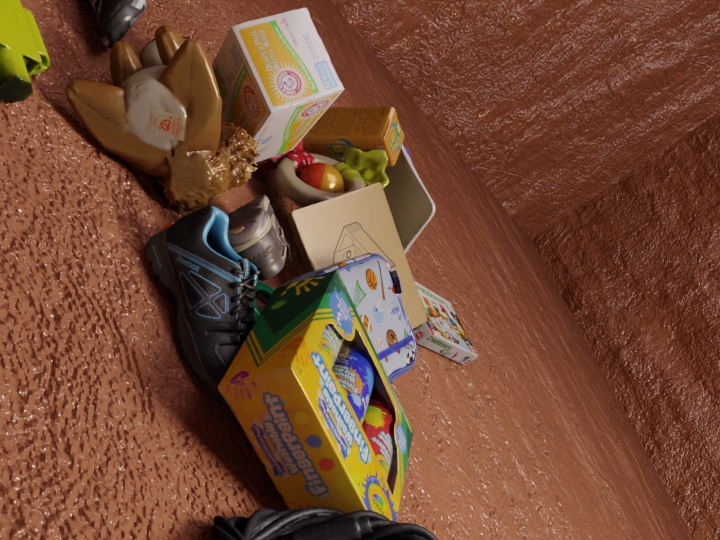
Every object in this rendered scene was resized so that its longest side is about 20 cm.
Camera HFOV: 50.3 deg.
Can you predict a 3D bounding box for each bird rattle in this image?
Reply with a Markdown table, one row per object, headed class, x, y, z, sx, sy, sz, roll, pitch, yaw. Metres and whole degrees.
| class | x | y | z | sx | sy | sz | roll | pitch | yaw |
| --- | --- | --- | --- | --- | --- | --- | --- | --- | --- |
| bird rattle | -0.059 | -0.138 | 1.077 | 0.199 | 0.113 | 0.163 | 23 | 28 | -14 |

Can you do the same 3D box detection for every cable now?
| class | x | y | z | sx | sy | sz | roll | pitch | yaw |
| --- | --- | --- | --- | --- | --- | --- | --- | --- | --- |
| cable | -0.015 | 0.208 | 0.551 | 0.199 | 0.051 | 0.163 | 14 | 10 | 23 |

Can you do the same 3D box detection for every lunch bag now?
| class | x | y | z | sx | sy | sz | roll | pitch | yaw |
| --- | --- | --- | --- | --- | --- | --- | --- | --- | --- |
| lunch bag | -0.008 | 0.070 | 0.878 | 0.200 | 0.075 | 0.161 | -18 | 90 | -58 |

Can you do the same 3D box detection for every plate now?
| class | x | y | z | sx | sy | sz | roll | pitch | yaw |
| --- | --- | --- | --- | --- | --- | --- | --- | --- | --- |
| plate | 0.041 | -0.098 | 1.212 | 0.032 | 0.200 | 0.200 | 2 | 49 | -33 |

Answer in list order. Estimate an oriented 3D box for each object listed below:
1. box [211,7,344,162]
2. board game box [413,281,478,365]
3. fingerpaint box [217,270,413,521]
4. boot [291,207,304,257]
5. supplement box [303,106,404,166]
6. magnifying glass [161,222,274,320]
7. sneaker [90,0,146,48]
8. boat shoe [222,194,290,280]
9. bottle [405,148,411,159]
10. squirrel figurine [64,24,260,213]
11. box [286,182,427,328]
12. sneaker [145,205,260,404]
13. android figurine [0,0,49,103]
| class | x | y | z | sx | sy | sz | roll | pitch | yaw |
| --- | --- | --- | --- | --- | --- | --- | --- | --- | --- |
| box | -0.118 | -0.216 | 0.946 | 0.113 | 0.101 | 0.200 | 64 | -27 | 2 |
| board game box | 0.130 | 0.090 | 1.354 | 0.200 | 0.035 | 0.127 | 29 | 30 | -54 |
| fingerpaint box | -0.027 | 0.128 | 0.692 | 0.201 | 0.073 | 0.167 | 65 | 21 | -20 |
| boot | -0.009 | -0.001 | 1.082 | 0.200 | 0.073 | 0.155 | 56 | 15 | 25 |
| supplement box | -0.039 | -0.203 | 1.165 | 0.067 | 0.199 | 0.069 | 61 | 38 | -51 |
| magnifying glass | -0.134 | 0.018 | 0.822 | 0.200 | 0.022 | 0.080 | 45 | 19 | -33 |
| sneaker | -0.323 | -0.342 | 0.922 | 0.115 | 0.075 | 0.200 | 39 | 13 | -29 |
| boat shoe | -0.119 | -0.030 | 0.843 | 0.074 | 0.074 | 0.200 | 62 | 2 | -14 |
| bottle | 0.092 | -0.229 | 1.791 | 0.084 | 0.065 | 0.200 | 43 | 21 | -32 |
| squirrel figurine | -0.203 | -0.168 | 0.850 | 0.201 | 0.141 | 0.187 | 62 | 2 | -26 |
| box | 0.000 | 0.000 | 0.992 | 0.163 | 0.021 | 0.201 | -24 | 96 | -43 |
| sneaker | -0.127 | 0.033 | 0.704 | 0.201 | 0.082 | 0.073 | 61 | 16 | 13 |
| android figurine | -0.357 | -0.242 | 0.676 | 0.201 | 0.041 | 0.182 | 61 | 19 | 19 |
